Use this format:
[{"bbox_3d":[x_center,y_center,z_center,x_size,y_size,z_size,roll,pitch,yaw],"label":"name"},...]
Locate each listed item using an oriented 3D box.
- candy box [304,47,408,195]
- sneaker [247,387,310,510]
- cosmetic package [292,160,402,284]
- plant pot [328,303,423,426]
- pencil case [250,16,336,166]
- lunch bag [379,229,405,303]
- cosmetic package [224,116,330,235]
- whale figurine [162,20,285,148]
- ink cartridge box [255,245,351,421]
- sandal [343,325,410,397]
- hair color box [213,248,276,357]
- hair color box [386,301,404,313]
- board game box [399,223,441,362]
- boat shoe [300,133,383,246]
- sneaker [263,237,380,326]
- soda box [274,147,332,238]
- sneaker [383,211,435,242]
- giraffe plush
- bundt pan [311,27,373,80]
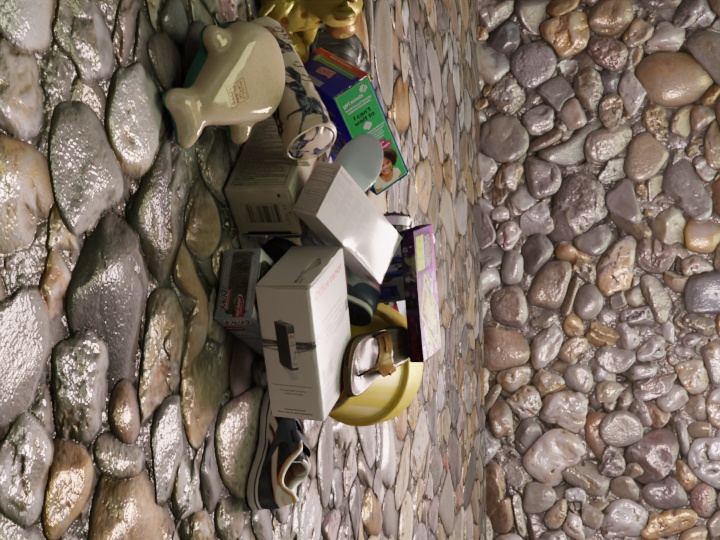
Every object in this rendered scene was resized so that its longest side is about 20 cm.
[{"bbox_3d":[-0.019,-0.247,1.619,0.169,0.077,0.201,42,-15,50],"label":"candy box"},{"bbox_3d":[-0.109,0.256,1.447,0.079,0.078,0.203,64,27,-52],"label":"sneaker"},{"bbox_3d":[-0.016,-0.066,1.409,0.083,0.050,0.200,-62,141,-15],"label":"cosmetic package"},{"bbox_3d":[-0.023,0.153,1.573,0.188,0.197,0.205,3,85,-64],"label":"plant pot"},{"bbox_3d":[-0.105,-0.247,1.362,0.202,0.077,0.090,63,-31,17],"label":"pencil case"},{"bbox_3d":[0.000,0.000,1.614,0.161,0.196,0.077,-95,176,-62],"label":"lunch bag"},{"bbox_3d":[-0.116,-0.149,1.430,0.202,0.101,0.088,-73,157,-44],"label":"cosmetic package"},{"bbox_3d":[-0.185,-0.236,1.253,0.200,0.103,0.161,-45,135,-36],"label":"whale figurine"},{"bbox_3d":[-0.074,0.083,1.367,0.144,0.082,0.204,-53,142,-61],"label":"ink cartridge box"},{"bbox_3d":[0.035,0.130,1.458,0.199,0.054,0.083,-15,100,-56],"label":"sandal"},{"bbox_3d":[-0.137,0.053,1.401,0.200,0.059,0.101,52,40,-63],"label":"hair color box"},{"bbox_3d":[0.019,0.001,1.855,0.061,0.097,0.202,-70,153,-49],"label":"hair color box"},{"bbox_3d":[0.096,0.033,1.546,0.120,0.032,0.204,-18,104,-67],"label":"board game box"},{"bbox_3d":[-0.036,-0.116,1.493,0.074,0.086,0.204,33,69,-23],"label":"boat shoe"},{"bbox_3d":[-0.056,0.002,1.507,0.199,0.070,0.083,37,50,-10],"label":"sneaker"},{"bbox_3d":[-0.096,-0.149,1.560,0.064,0.067,0.203,67,27,-50],"label":"soda box"},{"bbox_3d":[0.085,-0.041,1.782,0.200,0.065,0.092,28,64,-66],"label":"sneaker"},{"bbox_3d":[-0.066,-0.415,1.526,0.200,0.159,0.176,25,64,-72],"label":"giraffe plush"},{"bbox_3d":[-0.025,-0.344,1.799,0.202,0.074,0.206,-4,90,-75],"label":"bundt pan"}]
